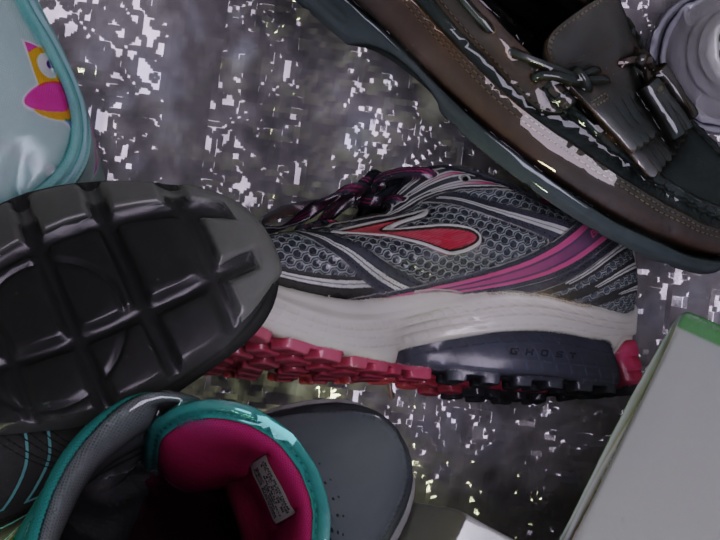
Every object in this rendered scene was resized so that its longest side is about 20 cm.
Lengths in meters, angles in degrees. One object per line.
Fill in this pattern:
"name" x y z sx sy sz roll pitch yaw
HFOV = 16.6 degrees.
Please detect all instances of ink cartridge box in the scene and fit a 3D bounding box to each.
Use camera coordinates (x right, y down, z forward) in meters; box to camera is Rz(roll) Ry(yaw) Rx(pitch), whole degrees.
"ink cartridge box" 0.171 0.097 0.749 0.146 0.200 0.084 25 87 31

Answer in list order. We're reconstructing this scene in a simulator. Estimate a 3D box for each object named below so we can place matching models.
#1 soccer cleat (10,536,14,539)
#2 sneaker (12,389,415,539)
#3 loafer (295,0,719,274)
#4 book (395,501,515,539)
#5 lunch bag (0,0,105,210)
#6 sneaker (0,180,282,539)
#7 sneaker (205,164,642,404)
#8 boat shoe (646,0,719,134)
"soccer cleat" -0.119 0.080 0.786 0.200 0.081 0.068 41 75 12
"sneaker" -0.035 0.071 0.682 0.200 0.121 0.084 -33 82 -42
"loafer" 0.051 -0.077 0.789 0.200 0.072 0.063 36 119 -1
"book" 0.097 0.130 0.788 0.200 0.134 0.048 29 81 -9
"lunch bag" -0.191 -0.044 0.744 0.200 0.077 0.161 -25 76 -10
"sneaker" -0.112 0.039 0.709 0.200 0.079 0.075 -26 63 2
"sneaker" 0.000 0.000 0.790 0.200 0.081 0.075 6 80 -32
"boat shoe" 0.199 -0.073 0.832 0.200 0.067 0.074 -11 94 -9
